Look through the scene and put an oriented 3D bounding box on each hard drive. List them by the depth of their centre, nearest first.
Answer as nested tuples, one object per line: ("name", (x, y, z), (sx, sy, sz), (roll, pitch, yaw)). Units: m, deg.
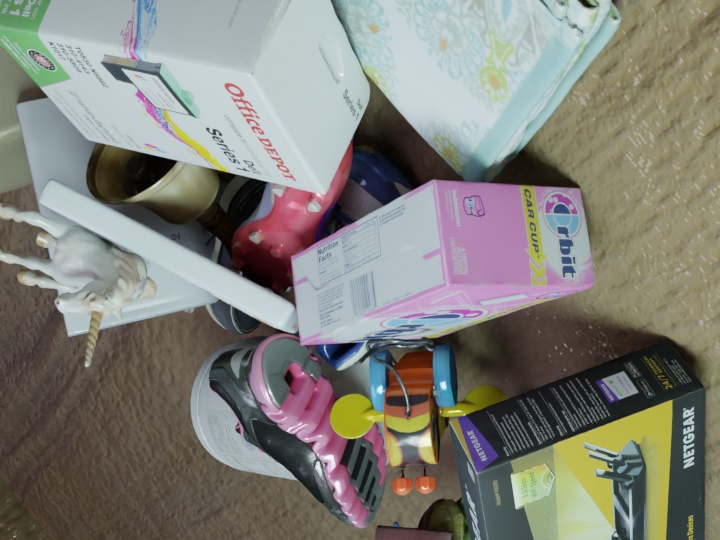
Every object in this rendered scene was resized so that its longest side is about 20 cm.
("hard drive", (-0.210, -0.057, 1.073), (0.025, 0.131, 0.202), (150, 107, -74))

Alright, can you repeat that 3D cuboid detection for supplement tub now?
("supplement tub", (-0.060, 0.125, 1.141), (0.199, 0.132, 0.133), (-4, 120, 58))

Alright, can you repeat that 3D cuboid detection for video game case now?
("video game case", (-0.133, -0.004, 0.957), (0.198, 0.023, 0.182), (27, 177, 5))

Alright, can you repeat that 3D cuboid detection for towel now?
("towel", (0.054, -0.156, 0.734), (0.172, 0.048, 0.200), (50, 152, 9))

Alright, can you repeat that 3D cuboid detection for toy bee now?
("toy bee", (0.033, 0.110, 0.926), (0.130, 0.199, 0.110), (-7, 83, 31))

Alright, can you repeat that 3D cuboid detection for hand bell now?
("hand bell", (-0.116, -0.040, 0.992), (0.104, 0.105, 0.200), (22, 161, 42))

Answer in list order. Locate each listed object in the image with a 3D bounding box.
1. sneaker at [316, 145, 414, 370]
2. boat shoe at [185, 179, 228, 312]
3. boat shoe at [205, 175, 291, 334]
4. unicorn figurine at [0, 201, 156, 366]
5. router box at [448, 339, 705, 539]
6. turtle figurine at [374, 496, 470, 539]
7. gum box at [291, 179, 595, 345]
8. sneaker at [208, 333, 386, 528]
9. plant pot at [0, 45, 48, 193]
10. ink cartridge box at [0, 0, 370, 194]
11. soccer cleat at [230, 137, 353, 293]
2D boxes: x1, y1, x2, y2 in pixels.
("sneaker", (0.000, 0.000, 0.952), (0.075, 0.088, 0.201), (33, 146, 33))
("boat shoe", (-0.149, -0.016, 1.179), (0.065, 0.073, 0.200), (22, 140, -17))
("boat shoe", (-0.092, -0.001, 1.105), (0.063, 0.072, 0.201), (38, 143, 23))
("unicorn figurine", (-0.205, -0.001, 0.913), (0.136, 0.200, 0.075), (17, 99, 13))
("router box", (0.151, 0.157, 0.836), (0.052, 0.156, 0.201), (-118, 11, -50))
("turtle figurine", (0.125, 0.217, 0.993), (0.199, 0.144, 0.195), (35, 133, 16))
("gum box", (0.045, 0.001, 0.825), (0.199, 0.112, 0.067), (-24, 69, 57))
("sneaker", (-0.051, 0.130, 0.997), (0.095, 0.079, 0.201), (-9, 127, 35))
("plant pot", (-0.347, -0.178, 1.162), (0.201, 0.177, 0.200), (51, 152, -1))
("ink cartridge box", (-0.111, -0.134, 0.789), (0.198, 0.085, 0.145), (14, 160, 24))
("soccer cleat", (-0.046, -0.052, 0.917), (0.066, 0.077, 0.200), (28, 148, 0))
